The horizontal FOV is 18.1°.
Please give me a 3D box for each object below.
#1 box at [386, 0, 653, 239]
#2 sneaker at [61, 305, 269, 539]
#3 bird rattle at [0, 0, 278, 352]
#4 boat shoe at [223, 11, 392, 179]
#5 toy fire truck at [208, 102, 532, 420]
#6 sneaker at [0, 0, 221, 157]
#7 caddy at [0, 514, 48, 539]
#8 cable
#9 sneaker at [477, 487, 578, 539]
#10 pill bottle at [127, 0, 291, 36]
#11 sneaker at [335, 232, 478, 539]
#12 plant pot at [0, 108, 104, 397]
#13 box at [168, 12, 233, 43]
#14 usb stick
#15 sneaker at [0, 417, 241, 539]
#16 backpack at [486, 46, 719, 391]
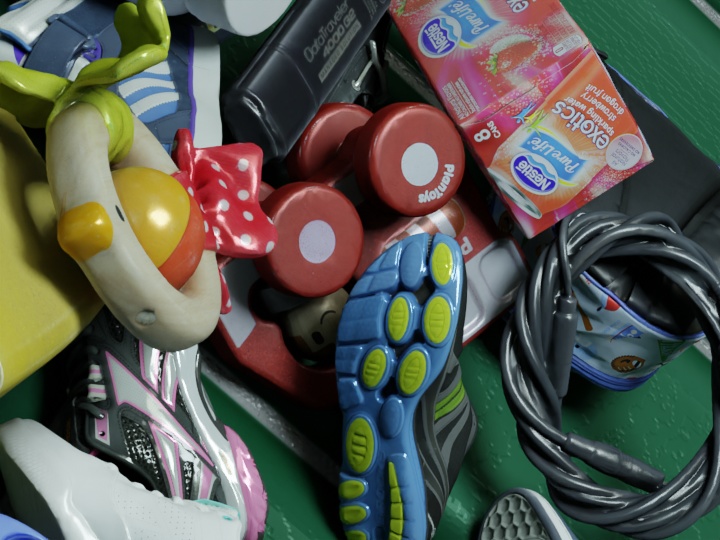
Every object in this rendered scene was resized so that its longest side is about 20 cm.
[{"bbox_3d":[0.093,-0.124,1.413,0.100,0.095,0.200,56,5,-34],"label":"box"},{"bbox_3d":[-0.128,0.073,1.223,0.086,0.080,0.201,-20,70,-36],"label":"sneaker"},{"bbox_3d":[-0.113,-0.029,1.108,0.164,0.112,0.201,-97,166,-44],"label":"bird rattle"},{"bbox_3d":[-0.016,-0.125,1.463,0.068,0.073,0.200,52,34,-12],"label":"boat shoe"},{"bbox_3d":[0.000,0.000,1.350,0.200,0.112,0.169,-38,111,-22],"label":"toy fire truck"},{"bbox_3d":[-0.157,-0.085,1.284,0.145,0.081,0.201,12,41,-12],"label":"sneaker"},{"bbox_3d":[-0.181,0.211,1.051,0.141,0.105,0.201,11,56,-36],"label":"caddy"},{"bbox_3d":[0.163,0.059,1.377,0.162,0.051,0.201,-28,93,-5],"label":"cable"},{"bbox_3d":[0.155,0.229,1.370,0.146,0.077,0.203,13,45,-46],"label":"sneaker"},{"bbox_3d":[-0.131,-0.217,1.320,0.199,0.114,0.113,27,36,22],"label":"pill bottle"},{"bbox_3d":[0.028,0.071,1.313,0.070,0.201,0.083,12,20,22],"label":"sneaker"},{"bbox_3d":[-0.238,0.001,1.095,0.201,0.200,0.176,56,27,5],"label":"plant pot"},{"bbox_3d":[-0.094,-0.252,1.415,0.051,0.157,0.201,13,52,-52],"label":"box"},{"bbox_3d":[-0.031,-0.134,1.370,0.056,0.032,0.200,58,36,-22],"label":"usb stick"},{"bbox_3d":[-0.105,0.137,1.152,0.088,0.075,0.200,-35,63,-25],"label":"sneaker"},{"bbox_3d":[0.162,-0.020,1.491,0.199,0.154,0.191,36,36,-6],"label":"backpack"}]
